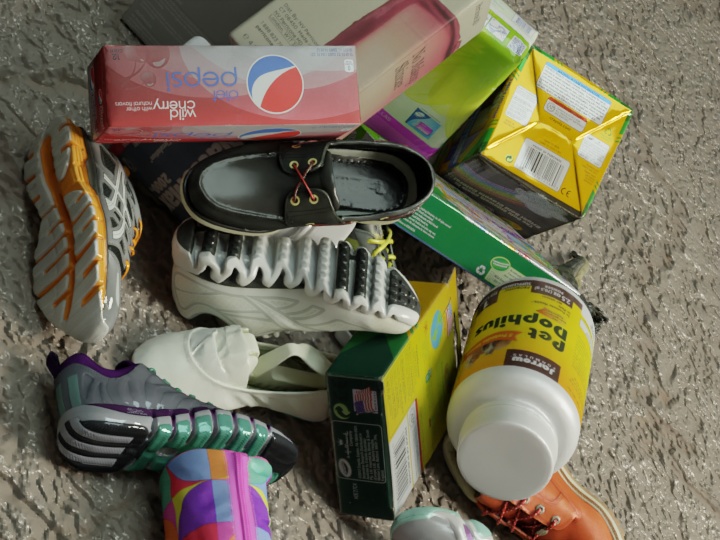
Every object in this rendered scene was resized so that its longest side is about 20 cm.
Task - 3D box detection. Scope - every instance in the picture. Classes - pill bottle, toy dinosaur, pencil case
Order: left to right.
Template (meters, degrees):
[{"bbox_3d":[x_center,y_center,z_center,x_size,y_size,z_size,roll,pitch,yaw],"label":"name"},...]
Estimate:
[{"bbox_3d":[-0.088,0.214,1.209,0.088,0.088,0.201,22,40,-36],"label":"pencil case"},{"bbox_3d":[-0.103,-0.079,1.457,0.200,0.119,0.120,45,33,-7],"label":"pill bottle"},{"bbox_3d":[0.132,0.098,1.483,0.109,0.109,0.200,41,31,-13],"label":"pill bottle"},{"bbox_3d":[0.210,0.025,1.801,0.088,0.047,0.200,49,29,11],"label":"toy dinosaur"}]

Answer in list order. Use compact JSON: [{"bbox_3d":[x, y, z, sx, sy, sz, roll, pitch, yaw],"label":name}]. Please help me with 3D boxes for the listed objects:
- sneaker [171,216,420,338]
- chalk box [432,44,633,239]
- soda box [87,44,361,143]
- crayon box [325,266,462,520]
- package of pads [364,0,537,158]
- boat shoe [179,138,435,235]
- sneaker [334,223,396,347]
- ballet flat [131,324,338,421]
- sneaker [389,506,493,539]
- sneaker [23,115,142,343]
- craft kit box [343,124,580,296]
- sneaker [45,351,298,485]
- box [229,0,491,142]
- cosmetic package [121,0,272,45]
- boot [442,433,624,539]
[{"bbox_3d":[-0.052,0.018,1.399,0.198,0.082,0.075,14,32,0],"label":"sneaker"},{"bbox_3d":[0.155,-0.118,1.754,0.124,0.200,0.124,30,77,-12],"label":"chalk box"},{"bbox_3d":[-0.103,-0.133,1.365,0.198,0.070,0.064,-3,85,-19],"label":"soda box"},{"bbox_3d":[0.032,0.093,1.448,0.200,0.050,0.128,-50,140,-58],"label":"crayon box"},{"bbox_3d":[0.050,-0.203,1.684,0.154,0.200,0.068,40,45,-6],"label":"package of pads"},{"bbox_3d":[-0.039,-0.069,1.383,0.200,0.063,0.074,-1,78,-24],"label":"boat shoe"},{"bbox_3d":[0.000,0.000,1.533,0.200,0.085,0.074,51,33,2],"label":"sneaker"},{"bbox_3d":[-0.083,0.072,1.379,0.199,0.069,0.070,14,47,-42],"label":"ballet flat"},{"bbox_3d":[0.087,0.281,1.361,0.200,0.078,0.140,44,32,-8],"label":"sneaker"},{"bbox_3d":[-0.196,-0.029,1.338,0.077,0.078,0.201,27,38,-39],"label":"sneaker"},{"bbox_3d":[0.084,-0.044,1.644,0.199,0.049,0.198,32,6,-26],"label":"craft kit box"},{"bbox_3d":[-0.131,0.101,1.289,0.199,0.074,0.088,17,39,-41],"label":"sneaker"},{"bbox_3d":[0.000,-0.201,1.516,0.109,0.200,0.128,52,-5,6],"label":"box"},{"bbox_3d":[-0.104,-0.255,1.559,0.107,0.200,0.090,48,32,-2],"label":"cosmetic package"},{"bbox_3d":[0.146,0.207,1.521,0.107,0.075,0.200,-7,54,-49],"label":"boot"}]
